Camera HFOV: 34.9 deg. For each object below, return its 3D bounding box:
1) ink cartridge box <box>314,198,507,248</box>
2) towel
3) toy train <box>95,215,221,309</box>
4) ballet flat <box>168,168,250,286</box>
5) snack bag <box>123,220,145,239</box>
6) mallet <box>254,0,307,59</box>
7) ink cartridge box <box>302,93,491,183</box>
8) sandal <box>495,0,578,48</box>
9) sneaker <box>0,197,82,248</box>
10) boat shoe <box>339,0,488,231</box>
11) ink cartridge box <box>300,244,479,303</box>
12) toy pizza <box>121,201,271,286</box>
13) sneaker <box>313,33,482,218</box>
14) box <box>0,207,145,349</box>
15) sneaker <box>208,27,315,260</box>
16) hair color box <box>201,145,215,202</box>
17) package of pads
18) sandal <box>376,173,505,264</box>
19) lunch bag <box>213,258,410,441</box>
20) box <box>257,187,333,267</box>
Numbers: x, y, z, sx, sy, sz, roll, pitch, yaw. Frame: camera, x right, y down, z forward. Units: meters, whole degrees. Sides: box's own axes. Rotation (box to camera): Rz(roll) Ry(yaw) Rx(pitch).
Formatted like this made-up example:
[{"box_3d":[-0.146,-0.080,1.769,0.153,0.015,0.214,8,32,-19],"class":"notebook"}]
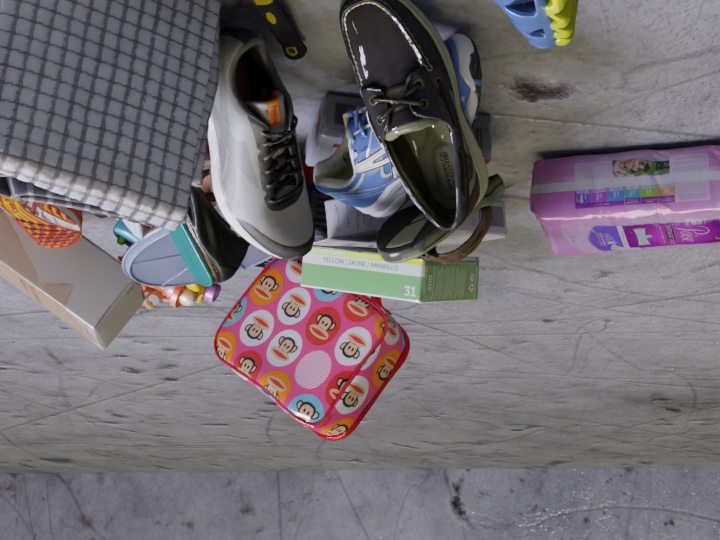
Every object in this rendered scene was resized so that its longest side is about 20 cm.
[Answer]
[{"box_3d":[0.029,-0.046,1.210,0.176,0.045,0.200,-10,172,38],"class":"ink cartridge box"},{"box_3d":[-0.189,-0.133,0.815,0.165,0.201,0.085,15,159,-29],"class":"towel"},{"box_3d":[-0.245,-0.002,1.302,0.150,0.056,0.200,15,155,32],"class":"toy train"},{"box_3d":[-0.153,-0.079,0.961,0.068,0.068,0.201,19,144,49],"class":"ballet flat"},{"box_3d":[-0.252,-0.118,0.961,0.200,0.021,0.189,45,161,7],"class":"snack bag"},{"box_3d":[-0.064,-0.206,0.846,0.066,0.041,0.200,-6,165,18],"class":"mallet"},{"box_3d":[0.023,-0.100,1.120,0.161,0.050,0.200,7,158,-10],"class":"ink cartridge box"},{"box_3d":[0.090,-0.214,0.739,0.087,0.080,0.200,-2,153,25],"class":"sandal"},{"box_3d":[-0.342,-0.102,1.145,0.073,0.077,0.200,-17,143,3],"class":"sneaker"},{"box_3d":[0.041,-0.121,0.876,0.071,0.066,0.201,-17,117,22],"class":"boat shoe"},{"box_3d":[0.000,0.000,1.064,0.145,0.048,0.200,7,-176,36],"class":"ink cartridge box"},{"box_3d":[-0.146,-0.036,1.163,0.199,0.032,0.200,-18,164,-5],"class":"toy pizza"},{"box_3d":[0.031,-0.117,0.955,0.077,0.076,0.200,11,136,-29],"class":"sneaker"},{"box_3d":[-0.340,-0.009,1.257,0.200,0.078,0.095,34,162,8],"class":"box"},{"box_3d":[-0.081,-0.099,0.923,0.074,0.201,0.079,-34,-157,-35],"class":"sneaker"},{"box_3d":[-0.187,-0.127,1.048,0.110,0.064,0.200,1,163,3],"class":"hair color box"},{"box_3d":[0.275,-0.067,1.137,0.199,0.076,0.120,-3,163,19],"class":"package of pads"},{"box_3d":[0.084,-0.039,1.013,0.079,0.058,0.201,-12,-170,32],"class":"sandal"},{"box_3d":[-0.049,0.068,1.256,0.200,0.177,0.082,34,176,37],"class":"lunch bag"},{"box_3d":[-0.125,-0.050,1.289,0.199,0.050,0.158,6,161,-9],"class":"box"}]
